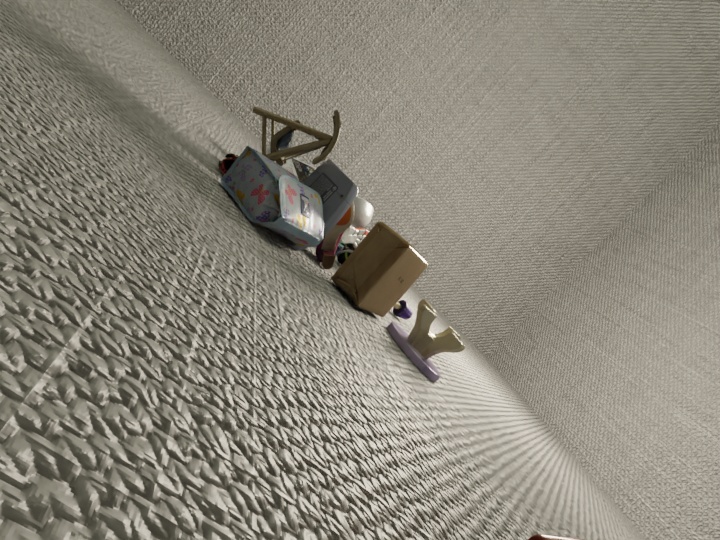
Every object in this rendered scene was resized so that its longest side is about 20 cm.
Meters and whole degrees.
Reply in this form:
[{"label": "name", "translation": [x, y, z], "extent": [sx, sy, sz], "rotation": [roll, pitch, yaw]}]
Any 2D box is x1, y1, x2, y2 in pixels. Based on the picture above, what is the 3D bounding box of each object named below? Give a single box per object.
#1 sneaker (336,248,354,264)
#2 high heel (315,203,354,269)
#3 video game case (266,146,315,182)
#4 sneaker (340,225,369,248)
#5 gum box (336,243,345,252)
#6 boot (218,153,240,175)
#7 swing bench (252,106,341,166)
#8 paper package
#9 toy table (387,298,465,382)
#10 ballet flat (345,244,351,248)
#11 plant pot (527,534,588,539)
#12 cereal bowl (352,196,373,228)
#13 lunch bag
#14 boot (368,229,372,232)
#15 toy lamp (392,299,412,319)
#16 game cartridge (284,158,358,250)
[{"label": "sneaker", "translation": [0.000, 0.000, 1.578], "extent": [0.199, 0.083, 0.072], "rotation": [20, -32, 31]}, {"label": "high heel", "translation": [-0.065, -0.108, 1.340], "extent": [0.067, 0.202, 0.096], "rotation": [5, 25, -16]}, {"label": "video game case", "translation": [-0.188, -0.273, 1.648], "extent": [0.181, 0.023, 0.201], "rotation": [18, 38, -40]}, {"label": "sneaker", "translation": [-0.034, -0.116, 1.713], "extent": [0.082, 0.078, 0.200], "rotation": [33, 2, 30]}, {"label": "gum box", "translation": [-0.136, -0.125, 1.640], "extent": [0.200, 0.045, 0.170], "rotation": [44, 5, -1]}, {"label": "boot", "translation": [-0.285, -0.247, 1.335], "extent": [0.204, 0.074, 0.153], "rotation": [47, 9, 37]}, {"label": "swing bench", "translation": [-0.145, -0.314, 1.299], "extent": [0.197, 0.131, 0.199], "rotation": [2, 12, -3]}, {"label": "paper package", "translation": [0.052, 0.004, 1.319], "extent": [0.103, 0.191, 0.200], "rotation": [41, 4, 23]}, {"label": "toy table", "translation": [0.162, 0.163, 1.340], "extent": [0.200, 0.117, 0.184], "rotation": [50, 8, 35]}, {"label": "ballet flat", "translation": [-0.026, -0.053, 1.788], "extent": [0.200, 0.063, 0.068], "rotation": [44, 28, 15]}, {"label": "plant pot", "translation": [0.128, 0.243, 0.233], "extent": [0.175, 0.201, 0.200], "rotation": [32, 7, -3]}, {"label": "cereal bowl", "translation": [-0.059, -0.179, 1.759], "extent": [0.198, 0.084, 0.200], "rotation": [12, -12, 3]}, {"label": "lunch bag", "translation": [-0.169, -0.145, 1.156], "extent": [0.200, 0.127, 0.169], "rotation": [52, 14, 30]}, {"label": "boot", "translation": [0.059, -0.065, 1.878], "extent": [0.199, 0.073, 0.183], "rotation": [-6, -58, 48]}, {"label": "toy lamp", "translation": [0.087, 0.086, 1.661], "extent": [0.200, 0.058, 0.058], "rotation": [39, 7, -34]}, {"label": "game cartridge", "translation": [-0.102, -0.146, 1.244], "extent": [0.133, 0.200, 0.041], "rotation": [48, 5, 36]}]
